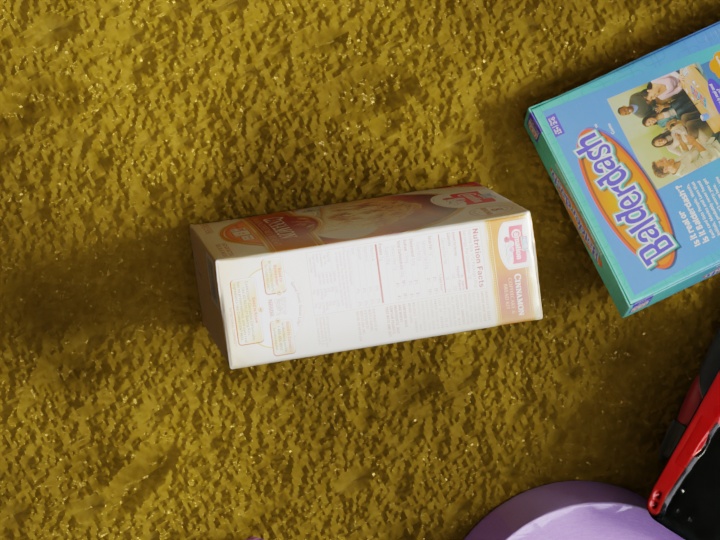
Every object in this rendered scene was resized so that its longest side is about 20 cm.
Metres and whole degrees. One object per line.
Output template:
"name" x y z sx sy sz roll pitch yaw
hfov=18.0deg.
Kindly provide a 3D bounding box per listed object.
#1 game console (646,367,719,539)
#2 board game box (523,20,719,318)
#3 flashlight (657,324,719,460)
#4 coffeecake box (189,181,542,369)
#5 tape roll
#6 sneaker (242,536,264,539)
"game console" 0.291 0.124 1.549 0.200 0.031 0.177 33 90 -41
"board game box" 0.232 -0.079 1.520 0.200 0.045 0.152 -24 80 -6
"flashlight" 0.275 0.053 1.562 0.068 0.068 0.200 25 94 -11
"coffeecake box" 0.000 0.000 1.462 0.200 0.154 0.073 -9 100 -9
"tape roll" 0.155 0.250 1.574 0.200 0.066 0.200 -1 99 -9
"sneaker" -0.045 0.261 1.539 0.088 0.080 0.200 -41 108 -21
